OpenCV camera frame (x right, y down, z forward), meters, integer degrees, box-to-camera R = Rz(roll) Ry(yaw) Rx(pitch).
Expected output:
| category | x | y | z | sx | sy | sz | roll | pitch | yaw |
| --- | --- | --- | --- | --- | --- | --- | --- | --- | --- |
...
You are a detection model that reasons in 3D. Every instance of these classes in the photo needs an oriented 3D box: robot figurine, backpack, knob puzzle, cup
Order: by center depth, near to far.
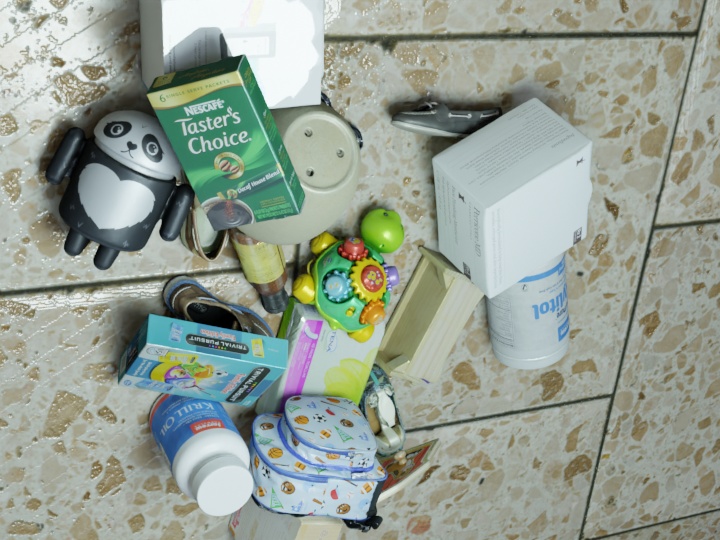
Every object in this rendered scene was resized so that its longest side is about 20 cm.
| category | x | y | z | sx | sy | sz | roll | pitch | yaw |
| --- | --- | --- | --- | --- | --- | --- | --- | --- | --- |
| robot figurine | -0.304 | -0.103 | 1.485 | 0.150 | 0.125 | 0.201 | 15 | 109 | -46 |
| cup | -0.077 | -0.138 | 1.497 | 0.199 | 0.143 | 0.202 | 2 | 85 | -25 |
| backpack | -0.071 | 0.273 | 1.699 | 0.189 | 0.200 | 0.155 | -1 | 113 | -21 |
| knob puzzle | 0.019 | 0.321 | 1.825 | 0.218 | 0.220 | 0.031 | -27 | 96 | -13 |

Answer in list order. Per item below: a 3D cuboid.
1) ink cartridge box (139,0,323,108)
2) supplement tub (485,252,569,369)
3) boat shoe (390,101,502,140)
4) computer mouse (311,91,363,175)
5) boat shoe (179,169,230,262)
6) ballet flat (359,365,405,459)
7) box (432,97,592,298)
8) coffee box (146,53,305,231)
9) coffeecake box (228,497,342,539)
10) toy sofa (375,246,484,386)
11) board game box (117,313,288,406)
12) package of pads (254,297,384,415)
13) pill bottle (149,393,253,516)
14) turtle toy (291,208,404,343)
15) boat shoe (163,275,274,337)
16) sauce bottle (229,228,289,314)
| category | x | y | z | sx | sy | sz | roll | pitch | yaw |
| --- | --- | --- | --- | --- | --- | --- | --- | --- | --- |
| ink cartridge box | -0.160 | -0.286 | 1.443 | 0.198 | 0.147 | 0.147 | -8 | 119 | -20 |
| supplement tub | 0.262 | 0.040 | 1.863 | 0.131 | 0.132 | 0.201 | -22 | 124 | -16 |
| boat shoe | 0.126 | -0.221 | 1.698 | 0.199 | 0.067 | 0.058 | 5 | 94 | -36 |
| computer mouse | -0.090 | -0.145 | 1.623 | 0.200 | 0.053 | 0.138 | -46 | 127 | 1 |
| boat shoe | -0.198 | -0.105 | 1.573 | 0.075 | 0.074 | 0.202 | -9 | 119 | -24 |
| ballet flat | 0.037 | 0.245 | 1.891 | 0.074 | 0.074 | 0.201 | -28 | 126 | -12 |
| box | 0.221 | -0.105 | 1.713 | 0.199 | 0.131 | 0.200 | -31 | 142 | -18 |
| coffee box | -0.155 | -0.145 | 1.374 | 0.122 | 0.044 | 0.201 | -9 | 125 | 18 |
| coffeecake box | -0.119 | 0.390 | 1.802 | 0.073 | 0.200 | 0.155 | 8 | 112 | -31 |
| toy sofa | 0.103 | 0.073 | 1.825 | 0.097 | 0.083 | 0.201 | 16 | 107 | -37 |
| board game box | -0.220 | 0.128 | 1.632 | 0.198 | 0.047 | 0.151 | 12 | 149 | -22 |
| package of pads | -0.058 | 0.146 | 1.786 | 0.153 | 0.068 | 0.201 | 6 | 113 | -30 |
| pill bottle | -0.223 | 0.256 | 1.674 | 0.111 | 0.200 | 0.113 | -13 | 121 | -22 |
| turtle toy | 0.000 | 0.000 | 1.700 | 0.145 | 0.101 | 0.201 | 36 | 61 | -24 |
| boat shoe | -0.195 | 0.083 | 1.677 | 0.199 | 0.072 | 0.072 | 32 | 98 | -36 |
| sauce bottle | -0.136 | -0.010 | 1.637 | 0.066 | 0.066 | 0.201 | -27 | 144 | -13 |
